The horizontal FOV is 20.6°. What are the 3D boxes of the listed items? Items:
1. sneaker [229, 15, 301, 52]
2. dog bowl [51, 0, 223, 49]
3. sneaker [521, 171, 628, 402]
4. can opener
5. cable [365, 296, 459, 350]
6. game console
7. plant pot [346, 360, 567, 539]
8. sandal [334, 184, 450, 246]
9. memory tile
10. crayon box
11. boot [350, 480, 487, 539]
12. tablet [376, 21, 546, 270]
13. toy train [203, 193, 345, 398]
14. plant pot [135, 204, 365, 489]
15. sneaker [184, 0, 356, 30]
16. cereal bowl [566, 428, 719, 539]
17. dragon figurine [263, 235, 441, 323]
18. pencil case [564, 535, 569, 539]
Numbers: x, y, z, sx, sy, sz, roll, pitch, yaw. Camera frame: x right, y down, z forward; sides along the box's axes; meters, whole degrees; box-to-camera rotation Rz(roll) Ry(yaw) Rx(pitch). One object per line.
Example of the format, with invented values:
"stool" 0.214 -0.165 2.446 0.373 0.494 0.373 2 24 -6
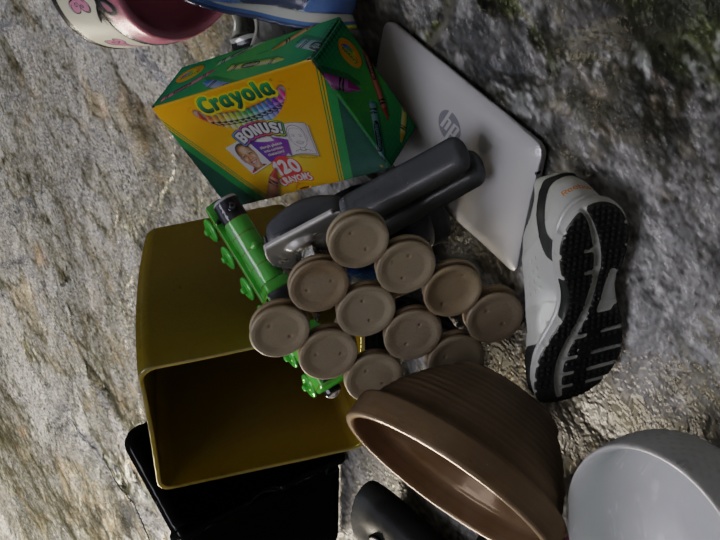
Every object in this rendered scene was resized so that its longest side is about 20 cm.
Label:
"sneaker" -0.071 -0.167 1.732 0.076 0.080 0.201 -2 109 55
"dog bowl" -0.178 -0.287 1.713 0.074 0.200 0.201 18 125 40
"sneaker" 0.160 0.012 1.526 0.080 0.073 0.201 -125 33 -48
"can opener" 0.004 -0.060 1.604 0.199 0.053 0.067 -28 56 21
"cable" 0.071 0.109 1.734 0.200 0.051 0.164 21 122 52
"game console" -0.125 0.216 1.942 0.176 0.199 0.116 58 147 13
"plant pot" 0.094 0.138 1.583 0.200 0.093 0.201 35 166 10
"sandal" 0.008 -0.039 1.718 0.076 0.043 0.200 64 153 -2
"memory tile" 0.023 0.039 1.596 0.153 0.199 0.017 -49 32 19
"crayon box" -0.066 -0.130 1.661 0.199 0.058 0.119 -11 126 43
"boot" 0.070 0.250 1.811 0.200 0.065 0.166 40 138 43
"tablet" 0.074 -0.103 1.618 0.200 0.014 0.131 43 141 33
"toy train" -0.072 0.019 1.665 0.201 0.042 0.056 57 163 11
"plant pot" -0.111 0.057 1.811 0.201 0.199 0.177 89 168 -53
"sneaker" -0.095 -0.252 1.643 0.074 0.199 0.083 -101 22 -79
"cereal bowl" 0.251 0.207 1.483 0.200 0.083 0.201 35 137 41
"dragon figurine" 0.000 0.000 1.674 0.200 0.099 0.059 26 144 57
"pencil case" 0.166 0.306 1.680 0.088 0.087 0.201 50 146 25
